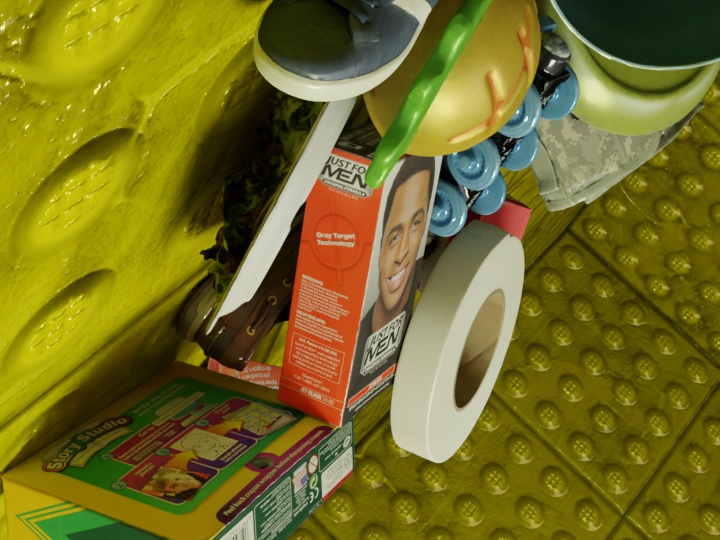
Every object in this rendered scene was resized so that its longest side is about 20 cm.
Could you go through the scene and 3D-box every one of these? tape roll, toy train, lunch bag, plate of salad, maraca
[{"bbox_3d":[0.085,0.061,0.966,0.203,0.037,0.205,-50,151,-41],"label":"tape roll"},{"bbox_3d":[0.078,-0.115,0.866,0.086,0.114,0.201,-27,158,-46],"label":"toy train"},{"bbox_3d":[0.183,-0.161,0.950,0.117,0.166,0.200,-16,-164,44],"label":"lunch bag"},{"bbox_3d":[-0.054,-0.056,0.689,0.202,0.048,0.200,-61,-173,12],"label":"plate of salad"},{"bbox_3d":[0.050,-0.124,0.690,0.138,0.106,0.201,-63,178,33],"label":"maraca"}]

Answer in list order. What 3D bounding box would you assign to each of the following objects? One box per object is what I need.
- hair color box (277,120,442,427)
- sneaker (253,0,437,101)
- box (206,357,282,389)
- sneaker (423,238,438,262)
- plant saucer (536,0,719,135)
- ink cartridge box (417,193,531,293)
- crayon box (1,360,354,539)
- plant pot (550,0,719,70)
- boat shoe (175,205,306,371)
[{"bbox_3d":[0.000,0.000,0.840,0.101,0.060,0.203,-32,136,-57],"label":"hair color box"},{"bbox_3d":[0.019,-0.165,0.568,0.200,0.074,0.085,-49,166,-33],"label":"sneaker"},{"bbox_3d":[-0.099,0.155,1.089,0.200,0.101,0.096,104,-2,-71],"label":"box"},{"bbox_3d":[0.010,-0.012,1.078,0.130,0.079,0.199,-54,168,21],"label":"sneaker"},{"bbox_3d":[0.214,-0.207,0.880,0.200,0.201,0.031,-45,-164,-17],"label":"plant saucer"},{"bbox_3d":[0.102,-0.026,1.118,0.200,0.066,0.118,-124,-129,-71],"label":"ink cartridge box"},{"bbox_3d":[-0.125,0.147,0.824,0.199,0.170,0.059,-33,129,-54],"label":"crayon box"},{"bbox_3d":[0.194,-0.250,0.732,0.201,0.198,0.136,-52,-155,25],"label":"plant pot"},{"bbox_3d":[-0.056,0.009,0.896,0.200,0.067,0.072,-41,168,-39],"label":"boat shoe"}]
